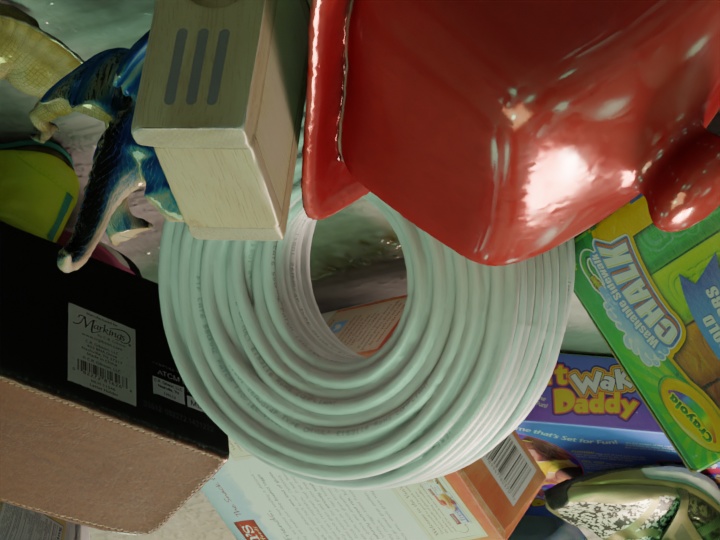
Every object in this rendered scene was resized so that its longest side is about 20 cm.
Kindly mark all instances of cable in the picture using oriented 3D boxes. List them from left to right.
[{"bbox_3d":[0.000,0.000,1.161,0.199,0.201,0.069,29,-163,28],"label":"cable"}]

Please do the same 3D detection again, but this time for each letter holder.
[{"bbox_3d":[-0.187,0.063,1.252,0.199,0.101,0.142,23,129,-28],"label":"letter holder"}]

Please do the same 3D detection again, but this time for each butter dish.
[{"bbox_3d":[0.087,-0.077,0.970,0.199,0.148,0.200,-34,159,-19],"label":"butter dish"}]

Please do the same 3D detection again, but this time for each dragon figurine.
[{"bbox_3d":[-0.092,-0.069,1.061,0.059,0.200,0.100,-15,103,41],"label":"dragon figurine"}]

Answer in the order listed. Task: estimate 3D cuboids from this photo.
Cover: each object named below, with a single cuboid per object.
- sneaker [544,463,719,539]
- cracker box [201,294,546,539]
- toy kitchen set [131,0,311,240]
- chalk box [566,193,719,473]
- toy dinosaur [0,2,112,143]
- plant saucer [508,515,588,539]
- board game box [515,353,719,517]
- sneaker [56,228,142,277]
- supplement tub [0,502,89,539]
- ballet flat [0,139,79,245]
[{"bbox_3d":[0.187,0.172,1.444,0.199,0.089,0.077,24,147,-29],"label":"sneaker"},{"bbox_3d":[-0.012,0.094,1.398,0.199,0.058,0.134,-13,119,44],"label":"cracker box"},{"bbox_3d":[-0.127,-0.132,0.957,0.198,0.182,0.163,1,150,12],"label":"toy kitchen set"},{"bbox_3d":[0.183,-0.001,1.141,0.125,0.124,0.200,55,142,3],"label":"chalk box"},{"bbox_3d":[-0.158,-0.101,1.117,0.199,0.058,0.101,32,167,-21],"label":"toy dinosaur"},{"bbox_3d":[0.044,0.161,1.516,0.199,0.028,0.200,0,-169,0],"label":"plant saucer"},{"bbox_3d":[0.121,0.098,1.465,0.198,0.045,0.135,5,152,4],"label":"board game box"},{"bbox_3d":[-0.169,0.034,1.386,0.087,0.074,0.199,28,150,-33],"label":"sneaker"},{"bbox_3d":[-0.259,0.145,1.516,0.144,0.146,0.200,-4,159,19],"label":"supplement tub"},{"bbox_3d":[-0.236,-0.022,1.299,0.199,0.067,0.067,-7,151,24],"label":"ballet flat"}]
